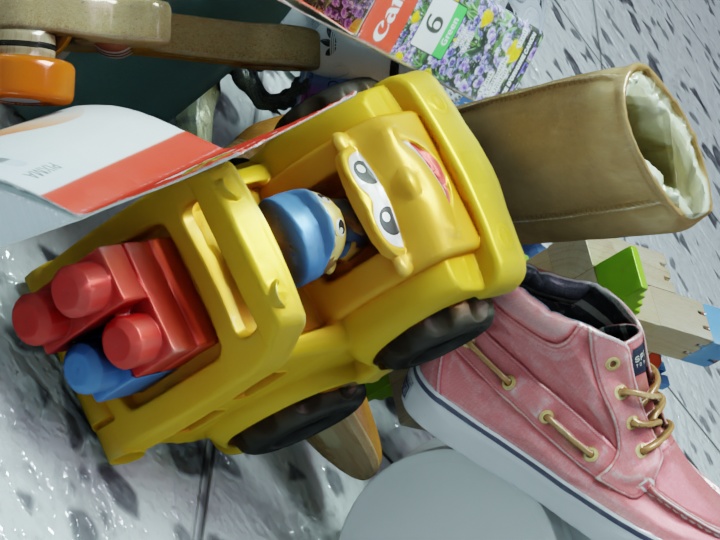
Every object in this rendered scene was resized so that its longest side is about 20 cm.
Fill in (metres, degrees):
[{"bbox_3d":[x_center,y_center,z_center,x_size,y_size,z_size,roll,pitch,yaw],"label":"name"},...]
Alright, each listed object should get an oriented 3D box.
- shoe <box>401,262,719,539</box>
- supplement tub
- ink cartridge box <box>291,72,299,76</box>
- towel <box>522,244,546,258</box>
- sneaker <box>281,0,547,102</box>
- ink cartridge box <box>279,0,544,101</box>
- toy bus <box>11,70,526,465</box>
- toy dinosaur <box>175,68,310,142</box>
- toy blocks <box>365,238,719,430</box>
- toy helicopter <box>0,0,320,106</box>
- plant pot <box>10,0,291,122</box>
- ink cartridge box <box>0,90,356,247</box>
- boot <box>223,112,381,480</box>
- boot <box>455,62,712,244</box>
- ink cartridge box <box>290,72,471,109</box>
[{"bbox_3d":[0.125,0.074,1.055,0.200,0.091,0.071,31,24,0],"label":"shoe"},{"bbox_3d":[0.085,0.156,1.163,0.200,0.145,0.145,12,51,-64],"label":"supplement tub"},{"bbox_3d":[0.027,-0.159,1.542,0.200,0.084,0.146,39,29,-45],"label":"ink cartridge box"},{"bbox_3d":[0.044,0.004,1.309,0.200,0.049,0.112,13,44,-31],"label":"towel"},{"bbox_3d":[0.033,-0.154,1.272,0.200,0.115,0.075,-37,140,-56],"label":"sneaker"},{"bbox_3d":[-0.009,-0.140,1.034,0.109,0.050,0.200,32,6,36],"label":"ink cartridge box"},{"bbox_3d":[-0.055,0.002,0.988,0.192,0.200,0.136,-7,68,-58],"label":"toy bus"},{"bbox_3d":[-0.082,-0.120,1.271,0.088,0.047,0.200,4,51,-22],"label":"toy dinosaur"},{"bbox_3d":[0.115,0.045,1.231,0.137,0.200,0.100,16,52,-45],"label":"toy blocks"},{"bbox_3d":[-0.112,-0.109,1.020,0.200,0.132,0.079,3,87,-32],"label":"toy helicopter"},{"bbox_3d":[-0.114,-0.183,1.136,0.201,0.161,0.201,48,24,-30],"label":"plant pot"},{"bbox_3d":[-0.118,-0.046,0.882,0.050,0.200,0.162,67,19,-5],"label":"ink cartridge box"},{"bbox_3d":[-0.001,0.000,1.190,0.144,0.071,0.201,-27,80,-29],"label":"boot"},{"bbox_3d":[0.081,-0.022,1.085,0.175,0.200,0.066,46,49,-42],"label":"boot"},{"bbox_3d":[0.066,-0.073,1.335,0.136,0.200,0.076,-3,107,-78],"label":"ink cartridge box"}]
